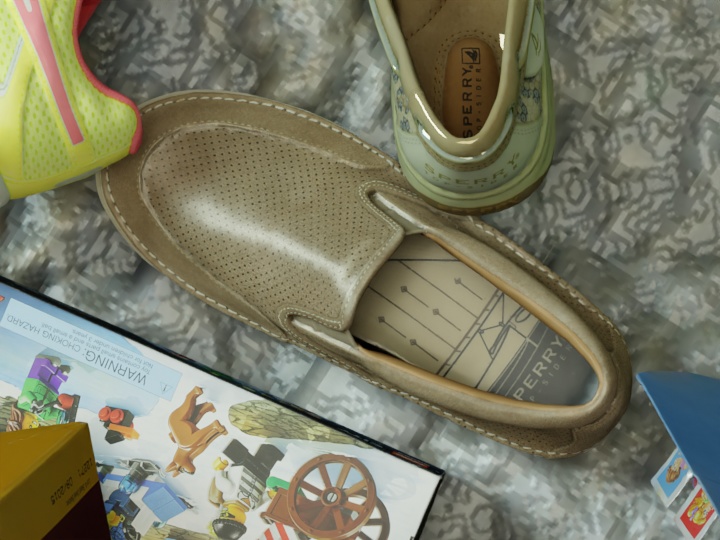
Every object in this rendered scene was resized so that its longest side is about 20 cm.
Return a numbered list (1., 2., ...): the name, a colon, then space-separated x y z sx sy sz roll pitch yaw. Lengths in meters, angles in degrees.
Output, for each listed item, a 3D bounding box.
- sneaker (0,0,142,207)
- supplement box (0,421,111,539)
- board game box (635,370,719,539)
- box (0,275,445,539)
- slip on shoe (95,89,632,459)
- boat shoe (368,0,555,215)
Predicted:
1. sneaker: -0.119 -0.117 0.828 0.090 0.078 0.201 -9 82 -7
2. supplement box: -0.174 0.171 0.759 0.196 0.133 0.201 -9 98 11
3. board game box: 0.158 0.103 0.743 0.158 0.200 0.039 23 109 -19
4. box: -0.088 0.092 0.833 0.199 0.038 0.137 23 89 5
5. slip on shoe: 0.000 0.000 0.819 0.200 0.061 0.076 33 90 5
6. boat shoe: 0.031 -0.121 0.810 0.073 0.063 0.201 -11 73 3
